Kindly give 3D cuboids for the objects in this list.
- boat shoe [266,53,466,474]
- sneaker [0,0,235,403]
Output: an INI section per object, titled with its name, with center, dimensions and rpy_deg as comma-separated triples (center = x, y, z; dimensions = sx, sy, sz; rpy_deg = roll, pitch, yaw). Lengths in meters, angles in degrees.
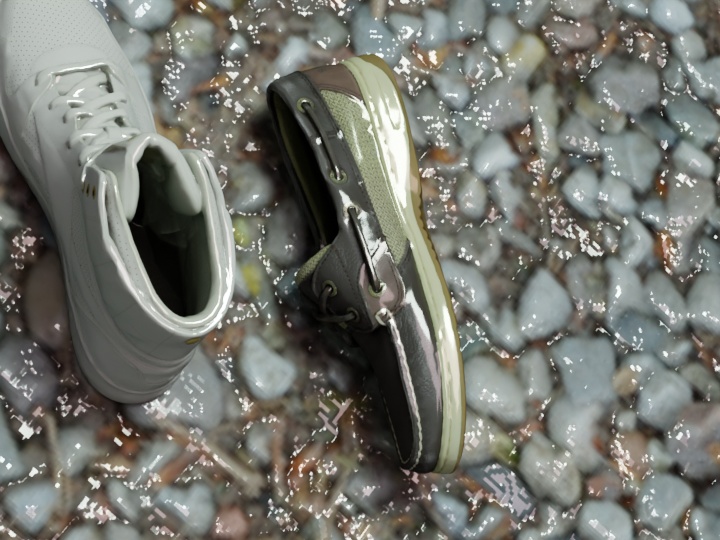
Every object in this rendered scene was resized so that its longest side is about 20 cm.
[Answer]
[boat shoe]
center = 0.000, 0.000, 0.878
dimensions = 0.064, 0.073, 0.202
rpy_deg = -9, 74, -16
[sneaker]
center = -0.103, -0.054, 0.816
dimensions = 0.073, 0.116, 0.202
rpy_deg = -15, 79, -26
